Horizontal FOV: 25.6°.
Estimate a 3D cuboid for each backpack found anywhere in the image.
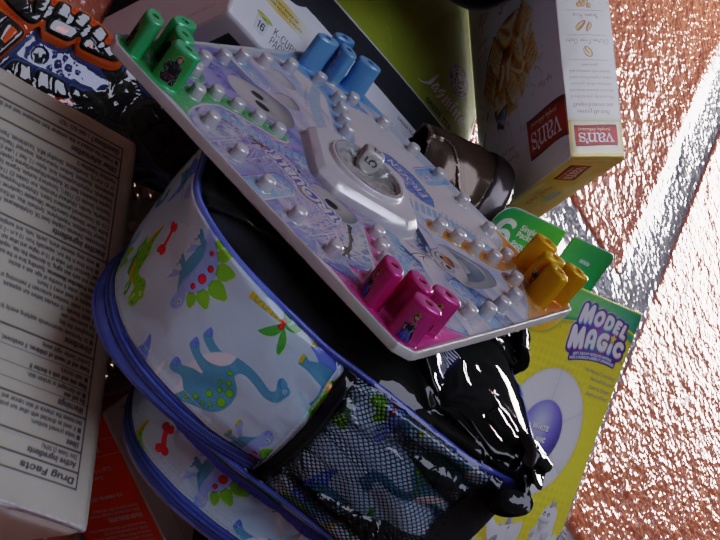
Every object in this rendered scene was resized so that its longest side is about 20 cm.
[{"bbox_3d":[-0.031,0.046,0.746,0.200,0.147,0.183,40,17,-12],"label":"backpack"}]

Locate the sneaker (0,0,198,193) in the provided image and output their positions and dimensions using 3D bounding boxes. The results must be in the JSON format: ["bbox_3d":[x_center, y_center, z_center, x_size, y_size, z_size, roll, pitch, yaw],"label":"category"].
[{"bbox_3d":[-0.124,-0.085,0.860,0.199,0.078,0.076,31,73,-24],"label":"sneaker"}]

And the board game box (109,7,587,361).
[{"bbox_3d":[0.004,-0.047,0.751,0.200,0.026,0.199,47,22,17],"label":"board game box"}]

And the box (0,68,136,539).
[{"bbox_3d":[-0.195,0.017,0.743,0.127,0.108,0.202,29,57,-44],"label":"box"}]

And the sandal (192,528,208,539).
[{"bbox_3d":[-0.053,0.182,0.802,0.074,0.045,0.202,8,59,-11],"label":"sandal"}]

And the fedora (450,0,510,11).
[{"bbox_3d":[0.037,-0.232,0.857,0.089,0.201,0.178,-16,61,-26],"label":"fedora"}]

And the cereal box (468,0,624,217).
[{"bbox_3d":[0.102,-0.141,0.926,0.039,0.144,0.203,0,77,-15],"label":"cereal box"}]

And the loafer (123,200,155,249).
[{"bbox_3d":[-0.094,0.004,0.905,0.198,0.070,0.071,8,68,-32],"label":"loafer"}]

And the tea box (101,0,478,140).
[{"bbox_3d":[-0.033,-0.139,0.970,0.200,0.133,0.198,46,48,-31],"label":"tea box"}]

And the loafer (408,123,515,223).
[{"bbox_3d":[0.000,0.000,0.879,0.071,0.073,0.201,41,80,-21],"label":"loafer"}]

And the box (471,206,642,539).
[{"bbox_3d":[0.087,0.074,0.885,0.117,0.048,0.202,20,89,-45],"label":"box"}]

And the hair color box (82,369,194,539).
[{"bbox_3d":[-0.085,0.146,0.871,0.111,0.063,0.202,-37,106,-51],"label":"hair color box"}]
